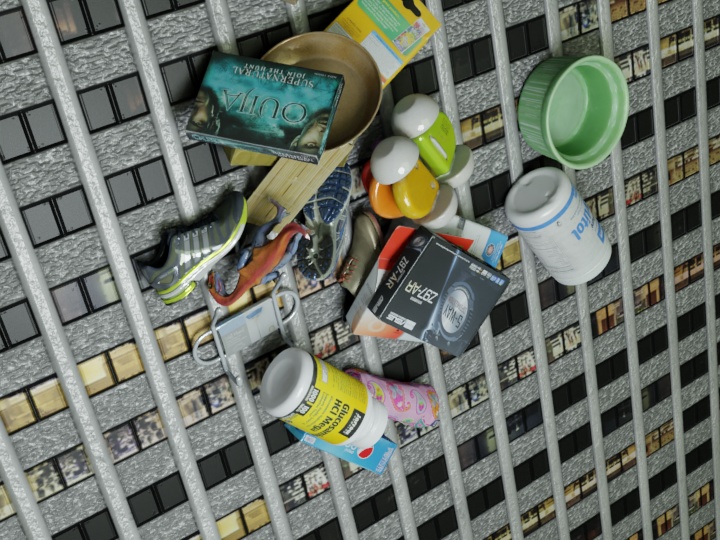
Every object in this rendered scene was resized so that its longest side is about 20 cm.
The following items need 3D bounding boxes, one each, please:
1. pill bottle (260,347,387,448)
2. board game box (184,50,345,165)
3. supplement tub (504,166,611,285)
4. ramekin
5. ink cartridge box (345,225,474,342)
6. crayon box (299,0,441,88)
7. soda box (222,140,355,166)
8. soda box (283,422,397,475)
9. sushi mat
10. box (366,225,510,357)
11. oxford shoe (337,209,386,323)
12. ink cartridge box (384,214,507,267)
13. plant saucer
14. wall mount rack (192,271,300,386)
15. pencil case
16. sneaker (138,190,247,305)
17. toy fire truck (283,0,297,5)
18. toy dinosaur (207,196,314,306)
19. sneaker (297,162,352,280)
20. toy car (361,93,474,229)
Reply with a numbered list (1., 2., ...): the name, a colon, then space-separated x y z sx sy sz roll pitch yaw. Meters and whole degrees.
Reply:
1. pill bottle: -0.054 0.211 1.558 0.199 0.112 0.113 32 88 -34
2. board game box: -0.134 -0.230 1.374 0.028 0.198 0.136 72 31 -68
3. supplement tub: 0.365 -0.081 1.798 0.132 0.132 0.200 -51 125 -8
4. ramekin: 0.379 -0.291 1.756 0.199 0.098 0.202 -11 112 -30
5. ink cartridge box: 0.088 0.028 1.600 0.161 0.050 0.201 9 128 -32
6. crayon box: 0.013 -0.350 1.500 0.126 0.052 0.200 45 80 -11
7. soda box: -0.110 -0.202 1.474 0.199 0.064 0.068 -2 137 -32
8. soda box: -0.033 0.288 1.701 0.199 0.068 0.064 31 88 -36
9. sushi mat: -0.103 -0.136 1.487 0.095 0.012 0.200 20 124 -38
10. box: 0.130 0.037 1.585 0.199 0.044 0.161 27 101 -37
11. oxford shoe: 0.000 0.000 1.625 0.074 0.070 0.202 -13 113 -26
12. ink cartridge box: 0.139 -0.030 1.695 0.199 0.084 0.146 18 99 -36
13. plant saucer: -0.065 -0.250 1.407 0.200 0.200 0.035 -47 161 -11
14. wall mount rack: -0.169 0.082 1.527 0.199 0.074 0.175 -30 132 -23
15. pencil case: 0.049 0.230 1.727 0.199 0.087 0.088 18 96 -37
16. sneaker: -0.246 -0.044 1.450 0.200 0.074 0.081 -51 122 -10
17. toy fire truck: -0.154 -0.477 1.342 0.177 0.128 0.200 -54 138 -6
18. toy dinosaur: -0.164 -0.018 1.466 0.105 0.200 0.182 38 92 -4
19. sneaker: -0.055 -0.077 1.567 0.085 0.076 0.202 49 54 -73
20. toy car: 0.077 -0.170 1.564 0.175 0.149 0.201 45 57 -36
